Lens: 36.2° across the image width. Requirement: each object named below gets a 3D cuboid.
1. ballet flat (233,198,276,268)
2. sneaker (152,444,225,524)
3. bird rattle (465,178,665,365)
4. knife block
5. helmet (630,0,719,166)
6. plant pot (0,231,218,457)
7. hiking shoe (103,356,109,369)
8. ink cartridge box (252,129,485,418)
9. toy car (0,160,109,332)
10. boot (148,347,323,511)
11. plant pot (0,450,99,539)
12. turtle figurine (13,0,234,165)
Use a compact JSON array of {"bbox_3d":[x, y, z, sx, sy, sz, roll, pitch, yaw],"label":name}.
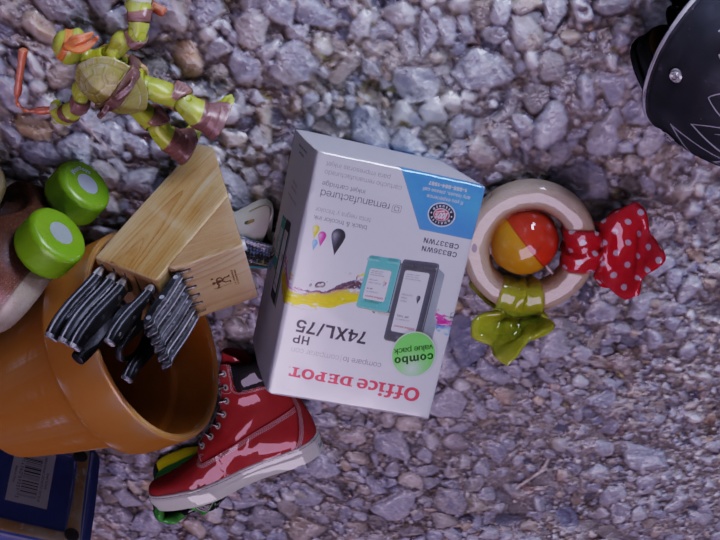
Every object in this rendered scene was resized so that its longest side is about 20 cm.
[{"bbox_3d":[-0.073,-0.033,1.036,0.197,0.075,0.075,9,134,-14],"label":"ballet flat"},{"bbox_3d":[-0.161,0.238,1.279,0.199,0.086,0.078,-32,128,25],"label":"sneaker"},{"bbox_3d":[0.175,-0.011,1.040,0.199,0.113,0.163,-35,110,25],"label":"bird rattle"},{"bbox_3d":[-0.182,-0.004,0.932,0.173,0.201,0.065,-17,136,-5],"label":"knife block"},{"bbox_3d":[0.299,-0.168,0.816,0.196,0.192,0.202,-2,135,-2],"label":"helmet"},{"bbox_3d":[-0.265,0.090,1.046,0.181,0.202,0.201,-21,132,21],"label":"plant pot"},{"bbox_3d":[-0.292,0.118,1.173,0.197,0.076,0.102,1,124,-14],"label":"hiking shoe"},{"bbox_3d":[0.000,0.000,0.947,0.144,0.146,0.203,10,101,-13],"label":"ink cartridge box"},{"bbox_3d":[-0.350,-0.054,0.946,0.200,0.159,0.164,41,118,-21],"label":"toy car"},{"bbox_3d":[-0.156,0.165,1.186,0.198,0.072,0.146,-23,103,2],"label":"boot"},{"bbox_3d":[-0.401,0.292,1.241,0.197,0.201,0.181,19,125,-20],"label":"plant pot"},{"bbox_3d":[-0.185,-0.157,0.896,0.160,0.065,0.200,30,127,-28],"label":"turtle figurine"}]
